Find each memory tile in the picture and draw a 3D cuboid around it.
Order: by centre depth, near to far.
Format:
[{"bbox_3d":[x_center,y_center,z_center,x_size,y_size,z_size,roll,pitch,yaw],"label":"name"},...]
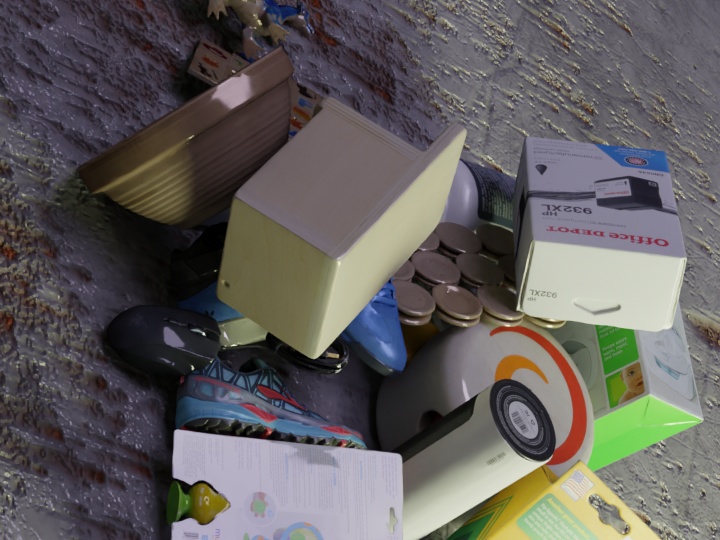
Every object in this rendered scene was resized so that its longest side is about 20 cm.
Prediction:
[{"bbox_3d":[0.088,0.003,1.690,0.199,0.017,0.153,3,35,-30],"label":"memory tile"}]

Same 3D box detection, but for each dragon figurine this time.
[{"bbox_3d":[-0.115,-0.275,1.767,0.200,0.059,0.100,46,22,-35],"label":"dragon figurine"}]

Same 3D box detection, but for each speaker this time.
[{"bbox_3d":[0.071,0.174,1.566,0.081,0.200,0.081,29,41,-30],"label":"speaker"}]

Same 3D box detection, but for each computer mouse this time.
[{"bbox_3d":[-0.106,0.056,1.482,0.199,0.034,0.059,4,46,-12],"label":"computer mouse"}]

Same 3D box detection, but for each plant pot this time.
[{"bbox_3d":[-0.128,-0.098,1.515,0.093,0.201,0.201,58,33,-8],"label":"plant pot"}]

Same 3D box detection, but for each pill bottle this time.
[{"bbox_3d":[0.091,-0.054,1.837,0.200,0.119,0.120,15,53,-47],"label":"pill bottle"}]

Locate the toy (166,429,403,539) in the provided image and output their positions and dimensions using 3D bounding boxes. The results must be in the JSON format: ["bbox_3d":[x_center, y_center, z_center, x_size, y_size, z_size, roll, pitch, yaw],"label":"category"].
[{"bbox_3d":[-0.063,0.198,1.467,0.199,0.047,0.115,10,65,-25],"label":"toy"}]

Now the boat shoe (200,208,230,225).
[{"bbox_3d":[-0.083,-0.080,1.664,0.200,0.070,0.066,-5,55,-34],"label":"boat shoe"}]

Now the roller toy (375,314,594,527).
[{"bbox_3d":[0.111,0.141,1.697,0.200,0.140,0.183,24,52,-29],"label":"roller toy"}]

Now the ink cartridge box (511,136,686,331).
[{"bbox_3d":[0.222,-0.039,1.718,0.145,0.084,0.200,7,33,-1],"label":"ink cartridge box"}]

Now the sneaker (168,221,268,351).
[{"bbox_3d":[-0.088,0.006,1.595,0.200,0.077,0.112,-13,85,-49],"label":"sneaker"}]

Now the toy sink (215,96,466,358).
[{"bbox_3d":[-0.018,-0.052,1.498,0.112,0.131,0.200,32,52,14],"label":"toy sink"}]

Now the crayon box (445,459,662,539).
[{"bbox_3d":[0.152,0.258,1.609,0.126,0.200,0.052,44,10,-22],"label":"crayon box"}]

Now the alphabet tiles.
[{"bbox_3d":[-0.071,-0.154,1.720,0.200,0.008,0.167,29,22,-10],"label":"alphabet tiles"}]

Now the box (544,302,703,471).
[{"bbox_3d":[0.226,0.099,1.824,0.097,0.200,0.177,25,48,-40],"label":"box"}]

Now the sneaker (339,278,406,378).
[{"bbox_3d":[0.000,0.000,1.584,0.066,0.078,0.200,27,30,-54],"label":"sneaker"}]

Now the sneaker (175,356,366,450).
[{"bbox_3d":[-0.071,0.117,1.534,0.200,0.079,0.096,22,46,-43],"label":"sneaker"}]
